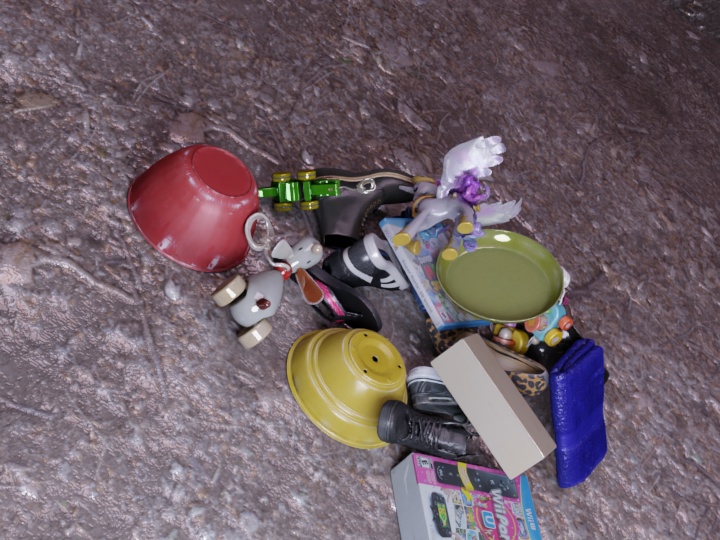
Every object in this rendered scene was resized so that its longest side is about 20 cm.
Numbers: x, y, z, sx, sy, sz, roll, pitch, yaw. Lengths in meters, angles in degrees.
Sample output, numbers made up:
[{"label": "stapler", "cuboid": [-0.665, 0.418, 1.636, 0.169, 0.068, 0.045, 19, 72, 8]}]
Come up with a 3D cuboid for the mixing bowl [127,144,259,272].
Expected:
[{"label": "mixing bowl", "cuboid": [-0.222, -0.108, 1.601, 0.200, 0.108, 0.200, 24, 42, -23]}]

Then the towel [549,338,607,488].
[{"label": "towel", "cuboid": [0.342, 0.221, 1.715, 0.148, 0.050, 0.200, -36, 123, -52]}]

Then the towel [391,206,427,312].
[{"label": "towel", "cuboid": [0.118, -0.008, 1.825, 0.112, 0.049, 0.200, 27, 36, -43]}]

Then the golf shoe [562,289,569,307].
[{"label": "golf shoe", "cuboid": [0.261, 0.019, 1.935, 0.200, 0.073, 0.092, 23, 8, -14]}]

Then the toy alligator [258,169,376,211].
[{"label": "toy alligator", "cuboid": [-0.075, -0.130, 1.748, 0.200, 0.059, 0.054, -4, 13, 1]}]

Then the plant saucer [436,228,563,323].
[{"label": "plant saucer", "cuboid": [0.216, 0.014, 1.727, 0.200, 0.031, 0.200, 3, 45, -3]}]

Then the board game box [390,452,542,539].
[{"label": "board game box", "cuboid": [0.149, 0.341, 1.516, 0.200, 0.064, 0.148, 17, 44, -29]}]

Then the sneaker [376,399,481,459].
[{"label": "sneaker", "cuboid": [0.099, 0.223, 1.521, 0.200, 0.104, 0.060, 40, 60, -65]}]

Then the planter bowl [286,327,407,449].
[{"label": "planter bowl", "cuboid": [0.002, 0.144, 1.565, 0.200, 0.083, 0.201, 24, 40, -22]}]

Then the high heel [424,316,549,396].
[{"label": "high heel", "cuboid": [0.197, 0.121, 1.701, 0.200, 0.143, 0.071, 40, 64, -4]}]

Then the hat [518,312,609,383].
[{"label": "hat", "cuboid": [0.315, 0.132, 1.832, 0.081, 0.201, 0.201, -38, 79, -11]}]

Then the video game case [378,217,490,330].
[{"label": "video game case", "cuboid": [0.121, 0.003, 1.749, 0.143, 0.018, 0.200, -2, 57, -50]}]

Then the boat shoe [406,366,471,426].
[{"label": "boat shoe", "cuboid": [0.155, 0.202, 1.663, 0.200, 0.072, 0.071, 15, 59, -22]}]

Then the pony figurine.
[{"label": "pony figurine", "cuboid": [0.145, -0.103, 1.720, 0.200, 0.193, 0.167, -79, 154, -52]}]

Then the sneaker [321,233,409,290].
[{"label": "sneaker", "cuboid": [0.000, 0.000, 1.717, 0.200, 0.112, 0.073, 39, 30, -67]}]

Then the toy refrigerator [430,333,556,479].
[{"label": "toy refrigerator", "cuboid": [0.188, 0.194, 1.584, 0.200, 0.070, 0.076, 55, 21, 10]}]

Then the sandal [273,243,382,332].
[{"label": "sandal", "cuboid": [-0.057, 0.037, 1.636, 0.200, 0.075, 0.045, 36, 51, 7]}]

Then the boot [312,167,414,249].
[{"label": "boot", "cuboid": [0.012, -0.092, 1.810, 0.200, 0.077, 0.138, -2, 57, -16]}]

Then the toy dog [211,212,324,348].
[{"label": "toy dog", "cuboid": [-0.114, 0.013, 1.532, 0.132, 0.096, 0.200, 38, 60, -26]}]

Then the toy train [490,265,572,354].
[{"label": "toy train", "cuboid": [0.246, 0.063, 1.788, 0.056, 0.200, 0.150, 5, 75, -45]}]
